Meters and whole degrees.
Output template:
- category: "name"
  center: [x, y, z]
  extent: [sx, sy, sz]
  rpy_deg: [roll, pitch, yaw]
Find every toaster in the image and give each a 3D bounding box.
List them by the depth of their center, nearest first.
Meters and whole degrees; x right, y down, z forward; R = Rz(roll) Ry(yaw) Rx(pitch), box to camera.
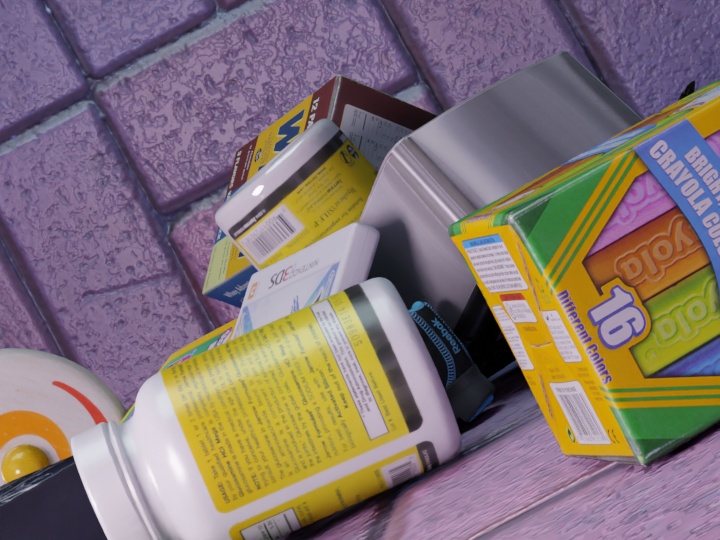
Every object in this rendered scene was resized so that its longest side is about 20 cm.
- category: "toaster"
  center: [0.097, -0.029, 1.372]
  extent: [0.181, 0.119, 0.200]
  rpy_deg: [-31, -21, -32]

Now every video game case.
- category: "video game case"
  center: [-0.058, 0.079, 1.335]
  extent: [0.182, 0.022, 0.201]
  rpy_deg: [-25, 46, 64]

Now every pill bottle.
- category: "pill bottle"
  center: [-0.054, 0.091, 1.182]
  extent: [0.200, 0.113, 0.112]
  rpy_deg: [-23, 2, -4]
- category: "pill bottle"
  center: [0.000, 0.000, 1.499]
  extent: [0.111, 0.200, 0.111]
  rpy_deg: [-40, 6, 5]

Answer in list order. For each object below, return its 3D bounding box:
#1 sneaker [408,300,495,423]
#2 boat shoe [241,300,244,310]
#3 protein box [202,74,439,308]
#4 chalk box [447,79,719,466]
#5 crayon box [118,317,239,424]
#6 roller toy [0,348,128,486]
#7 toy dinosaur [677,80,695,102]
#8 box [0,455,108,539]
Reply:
- category: "sneaker"
  center: [-0.006, 0.085, 1.344]
  extent: [0.200, 0.082, 0.073]
  rpy_deg: [-29, 3, 34]
- category: "boat shoe"
  center: [-0.002, 0.050, 1.584]
  extent: [0.199, 0.071, 0.064]
  rpy_deg: [9, -26, -25]
- category: "protein box"
  center: [0.013, -0.031, 1.691]
  extent: [0.198, 0.200, 0.135]
  rpy_deg: [-29, 44, 59]
- category: "chalk box"
  center: [0.162, -0.016, 0.944]
  extent: [0.200, 0.124, 0.125]
  rpy_deg: [-30, 3, -11]
- category: "crayon box"
  center: [-0.133, 0.127, 1.479]
  extent: [0.119, 0.058, 0.200]
  rpy_deg: [-28, 22, 50]
- category: "roller toy"
  center: [-0.258, 0.151, 1.553]
  extent: [0.182, 0.200, 0.140]
  rpy_deg: [-24, -4, -24]
- category: "toy dinosaur"
  center: [0.266, -0.069, 1.668]
  extent: [0.200, 0.102, 0.136]
  rpy_deg: [-47, -11, -8]
- category: "box"
  center: [-0.234, 0.201, 1.273]
  extent: [0.182, 0.104, 0.200]
  rpy_deg: [-29, 2, -31]
